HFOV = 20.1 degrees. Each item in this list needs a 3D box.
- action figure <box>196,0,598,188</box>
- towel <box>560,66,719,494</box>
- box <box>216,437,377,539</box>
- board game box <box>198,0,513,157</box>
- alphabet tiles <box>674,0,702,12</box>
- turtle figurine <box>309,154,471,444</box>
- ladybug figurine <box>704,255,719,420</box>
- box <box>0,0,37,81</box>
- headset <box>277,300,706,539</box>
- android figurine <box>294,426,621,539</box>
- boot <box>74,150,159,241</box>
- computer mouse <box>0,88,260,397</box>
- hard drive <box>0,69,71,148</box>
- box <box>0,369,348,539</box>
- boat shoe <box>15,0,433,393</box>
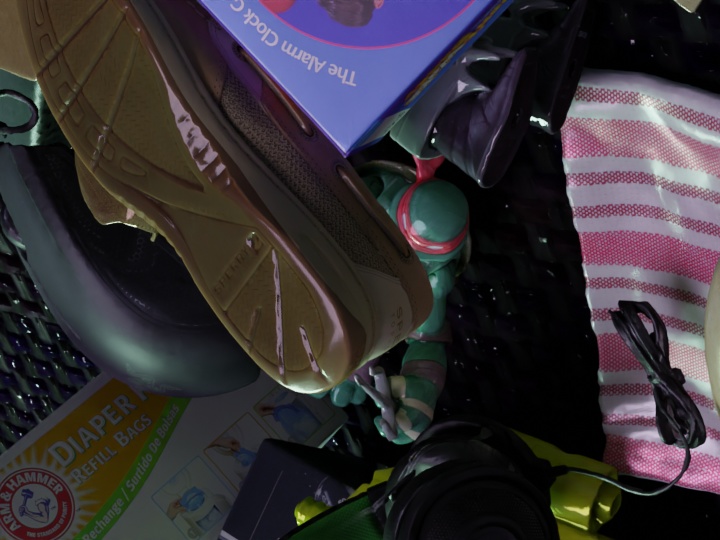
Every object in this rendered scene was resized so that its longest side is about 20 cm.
[{"bbox_3d":[-0.015,-0.098,0.792,0.199,0.130,0.070,20,111,22],"label":"action figure"},{"bbox_3d":[0.148,0.020,0.798,0.146,0.030,0.201,17,133,37],"label":"towel"},{"bbox_3d":[0.004,0.212,0.977,0.182,0.201,0.104,26,-178,30],"label":"box"},{"bbox_3d":[-0.023,-0.159,0.695,0.200,0.045,0.134,47,109,3],"label":"board game box"},{"bbox_3d":[0.111,-0.180,0.644,0.166,0.006,0.200,41,140,11],"label":"alphabet tiles"},{"bbox_3d":[0.000,0.000,0.883,0.150,0.100,0.200,59,159,3],"label":"turtle figurine"},{"bbox_3d":[0.192,0.030,0.702,0.135,0.072,0.201,-12,121,23],"label":"ladybug figurine"},{"bbox_3d":[-0.162,-0.193,0.856,0.163,0.021,0.201,24,114,48],"label":"box"},{"bbox_3d":[0.039,0.087,0.808,0.124,0.199,0.094,-78,-34,-79],"label":"headset"},{"bbox_3d":[0.049,0.159,0.883,0.199,0.183,0.041,21,180,27],"label":"android figurine"},{"bbox_3d":[-0.110,-0.086,0.875,0.076,0.073,0.200,-62,31,23],"label":"boot"},{"bbox_3d":[-0.133,-0.004,0.938,0.200,0.053,0.139,41,155,7],"label":"computer mouse"},{"bbox_3d":[-0.223,-0.153,1.043,0.200,0.033,0.140,39,143,16],"label":"hard drive"},{"bbox_3d":[-0.119,0.115,1.030,0.101,0.200,0.113,46,145,4],"label":"box"},{"bbox_3d":[-0.051,-0.049,0.731,0.200,0.064,0.071,55,138,6],"label":"boat shoe"}]
